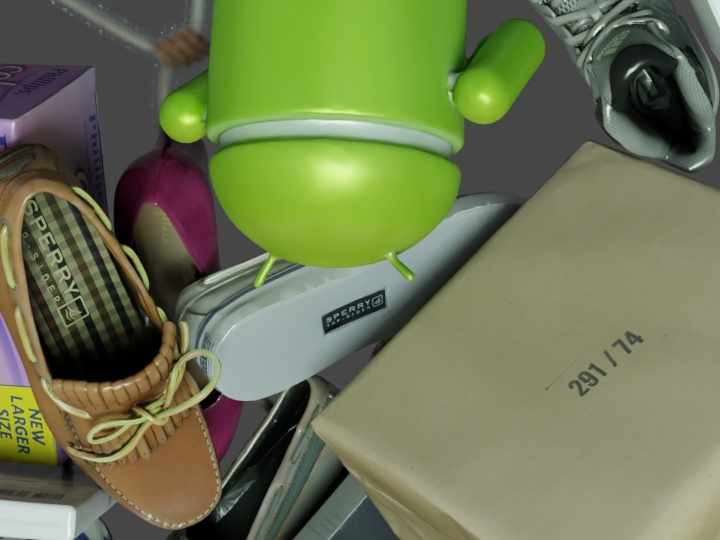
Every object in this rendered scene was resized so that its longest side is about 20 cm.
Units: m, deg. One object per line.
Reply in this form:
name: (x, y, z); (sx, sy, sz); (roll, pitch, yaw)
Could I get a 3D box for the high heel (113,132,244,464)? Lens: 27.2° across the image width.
high heel: (-0.098, 0.033, 0.764); (0.067, 0.096, 0.201); (-3, 112, 5)

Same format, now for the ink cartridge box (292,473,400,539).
ink cartridge box: (0.002, 0.171, 0.745); (0.099, 0.039, 0.200); (44, 82, -20)

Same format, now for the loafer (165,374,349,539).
loafer: (-0.072, 0.139, 0.776); (0.200, 0.072, 0.063); (-52, 137, -18)

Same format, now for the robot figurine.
robot figurine: (-0.010, -0.093, 0.671); (0.175, 0.116, 0.201); (-2, 82, 25)

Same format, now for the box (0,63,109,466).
box: (-0.232, -0.008, 0.741); (0.199, 0.097, 0.177); (3, 113, 11)

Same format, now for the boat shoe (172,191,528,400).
boat shoe: (0.000, 0.000, 0.745); (0.199, 0.070, 0.071); (-23, 130, -21)

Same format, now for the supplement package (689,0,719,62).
supplement package: (0.224, -0.181, 0.625); (0.199, 0.152, 0.151); (-25, 110, 13)

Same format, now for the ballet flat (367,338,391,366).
ballet flat: (0.093, 0.092, 0.800); (0.199, 0.069, 0.071); (22, 130, -1)

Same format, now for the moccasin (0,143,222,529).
moccasin: (-0.109, 0.038, 0.662); (0.073, 0.078, 0.202); (-26, 120, -20)

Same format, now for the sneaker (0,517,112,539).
sneaker: (-0.131, 0.168, 0.711); (0.199, 0.115, 0.081); (32, 108, 4)

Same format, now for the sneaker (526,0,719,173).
sneaker: (0.107, -0.127, 0.674); (0.075, 0.116, 0.200); (-36, 106, 17)

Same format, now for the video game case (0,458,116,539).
video game case: (-0.192, 0.104, 0.748); (0.142, 0.200, 0.018); (4, 91, 2)

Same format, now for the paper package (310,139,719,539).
paper package: (0.113, 0.063, 0.653); (0.200, 0.190, 0.104); (-45, 132, -14)
